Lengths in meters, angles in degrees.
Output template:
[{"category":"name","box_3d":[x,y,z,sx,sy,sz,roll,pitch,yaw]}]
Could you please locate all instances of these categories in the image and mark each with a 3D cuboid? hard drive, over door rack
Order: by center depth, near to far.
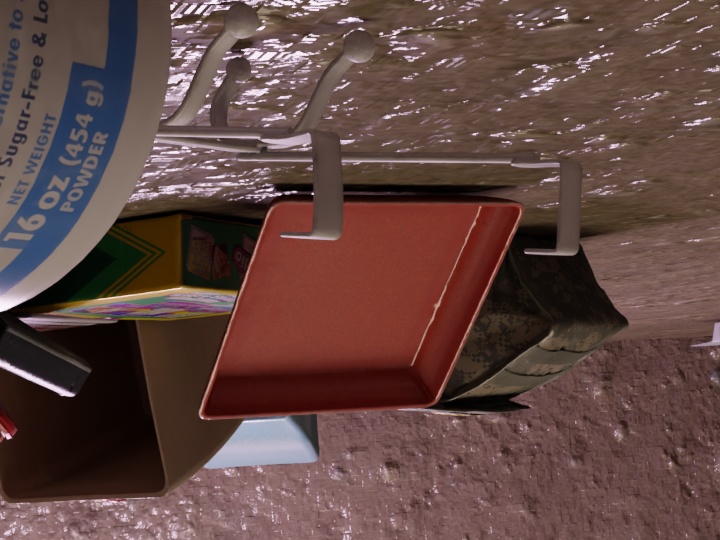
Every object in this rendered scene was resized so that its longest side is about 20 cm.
[{"category":"over door rack","box_3d":[-0.030,-0.060,0.671,0.199,0.067,0.147,20,-168,41]},{"category":"hard drive","box_3d":[-0.281,0.033,1.309,0.139,0.033,0.200,31,175,12]}]

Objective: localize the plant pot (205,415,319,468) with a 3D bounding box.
[{"category":"plant pot","box_3d":[-0.170,0.201,2.925,0.194,0.198,0.200,-4,167,0]}]

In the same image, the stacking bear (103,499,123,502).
[{"category":"stacking bear","box_3d":[-0.230,0.110,1.814,0.113,0.202,0.121,24,-170,21]}]

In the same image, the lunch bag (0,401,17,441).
[{"category":"lunch bag","box_3d":[-0.357,0.066,1.364,0.200,0.082,0.176,24,158,54]}]

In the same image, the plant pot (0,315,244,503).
[{"category":"plant pot","box_3d":[-0.208,0.086,1.639,0.198,0.202,0.177,-7,-175,34]}]

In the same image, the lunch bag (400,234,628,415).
[{"category":"lunch bag","box_3d":[0.109,0.066,1.621,0.200,0.118,0.164,-38,159,24]}]

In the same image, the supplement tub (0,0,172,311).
[{"category":"supplement tub","box_3d":[-0.142,-0.057,0.364,0.131,0.133,0.200,-6,175,29]}]

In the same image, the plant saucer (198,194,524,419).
[{"category":"plant saucer","box_3d":[-0.006,0.018,1.294,0.198,0.037,0.201,-1,131,-28]}]

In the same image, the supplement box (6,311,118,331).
[{"category":"supplement box","box_3d":[-0.307,0.021,1.503,0.199,0.062,0.109,-8,173,33]}]

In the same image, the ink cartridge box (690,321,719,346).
[{"category":"ink cartridge box","box_3d":[0.722,0.105,3.277,0.199,0.047,0.197,-6,176,40]}]

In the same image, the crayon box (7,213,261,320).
[{"category":"crayon box","box_3d":[-0.144,0.000,1.405,0.171,0.059,0.199,-8,172,31]}]
